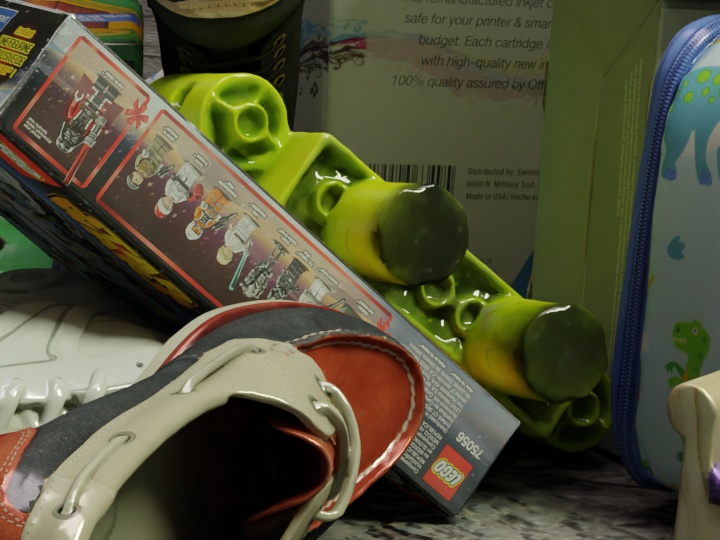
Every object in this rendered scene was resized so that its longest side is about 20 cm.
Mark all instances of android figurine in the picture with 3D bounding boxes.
[{"bbox_3d":[0.000,0.000,0.917,0.182,0.041,0.200,39,-11,-20],"label":"android figurine"}]

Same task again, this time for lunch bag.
[{"bbox_3d":[0.174,-0.005,0.884,0.199,0.162,0.082,-4,14,-38],"label":"lunch bag"}]

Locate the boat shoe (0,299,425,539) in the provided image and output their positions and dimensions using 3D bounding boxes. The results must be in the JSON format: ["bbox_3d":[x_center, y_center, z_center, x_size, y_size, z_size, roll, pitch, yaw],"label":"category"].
[{"bbox_3d":[-0.037,0.052,0.714,0.062,0.072,0.200,-3,8,35],"label":"boat shoe"}]

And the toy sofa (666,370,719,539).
[{"bbox_3d":[0.184,0.056,0.724,0.199,0.098,0.083,10,11,26],"label":"toy sofa"}]

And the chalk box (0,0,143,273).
[{"bbox_3d":[-0.139,-0.030,0.995,0.124,0.125,0.200,2,10,-6],"label":"chalk box"}]

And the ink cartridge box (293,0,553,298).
[{"bbox_3d":[0.025,-0.080,1.140,0.146,0.201,0.146,0,10,-24],"label":"ink cartridge box"}]

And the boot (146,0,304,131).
[{"bbox_3d":[-0.041,-0.069,0.978,0.077,0.139,0.200,0,18,1],"label":"boot"}]

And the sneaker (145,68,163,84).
[{"bbox_3d":[-0.111,-0.042,1.155,0.072,0.072,0.200,-6,-7,-39],"label":"sneaker"}]

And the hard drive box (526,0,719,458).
[{"bbox_3d":[0.165,-0.020,0.984,0.199,0.157,0.077,1,10,-25],"label":"hard drive box"}]

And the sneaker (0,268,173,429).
[{"bbox_3d":[-0.097,0.039,0.770,0.099,0.078,0.200,14,14,31],"label":"sneaker"}]

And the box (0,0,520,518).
[{"bbox_3d":[-0.058,-0.009,0.841,0.200,0.040,0.137,43,-12,-31],"label":"box"}]
